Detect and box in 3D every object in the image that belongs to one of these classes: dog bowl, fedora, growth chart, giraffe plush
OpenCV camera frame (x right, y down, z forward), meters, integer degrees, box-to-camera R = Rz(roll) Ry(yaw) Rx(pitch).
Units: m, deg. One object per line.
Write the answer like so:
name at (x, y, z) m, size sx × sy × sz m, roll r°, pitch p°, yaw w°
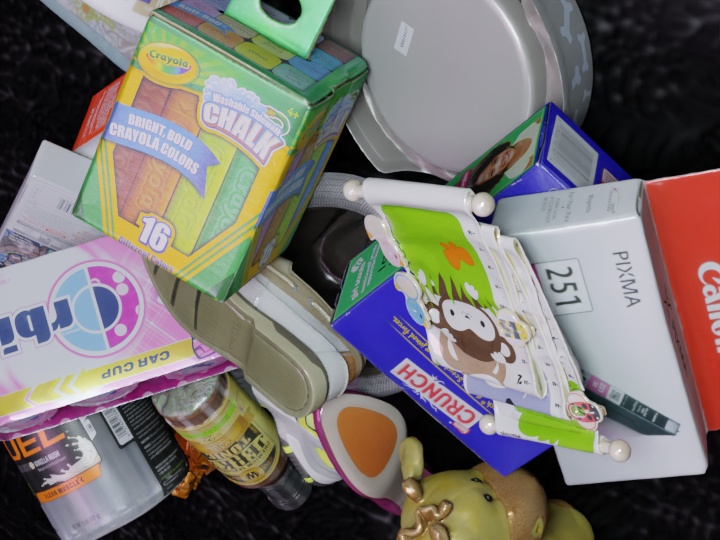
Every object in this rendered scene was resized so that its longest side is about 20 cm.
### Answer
dog bowl at (0.067, -0.139, 1.089) m, size 0.199 × 0.059 × 0.202 m, roll 23°, pitch 127°, yaw 34°
fedora at (0.000, 0.000, 1.211) m, size 0.199 × 0.090 × 0.178 m, roll -17°, pitch 103°, yaw 39°
growth chart at (0.071, 0.027, 0.975) m, size 0.144 × 0.018 × 0.201 m, roll -2°, pitch 123°, yaw 55°
giraffe plush at (0.079, 0.196, 1.150) m, size 0.172 × 0.200 × 0.163 m, roll 25°, pitch 143°, yaw 35°

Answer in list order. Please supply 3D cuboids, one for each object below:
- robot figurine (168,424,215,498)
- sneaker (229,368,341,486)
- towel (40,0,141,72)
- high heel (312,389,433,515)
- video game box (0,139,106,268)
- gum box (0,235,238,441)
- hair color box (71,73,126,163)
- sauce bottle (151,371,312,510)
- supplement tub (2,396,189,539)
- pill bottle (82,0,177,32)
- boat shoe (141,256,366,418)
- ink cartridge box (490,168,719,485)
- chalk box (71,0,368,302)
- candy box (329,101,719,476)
robot figurine at (-0.164, 0.125, 1.433) m, size 0.144 × 0.059 × 0.200 m, roll 16°, pitch 143°, yaw -10°
sneaker at (-0.050, 0.080, 1.320) m, size 0.076 × 0.076 × 0.201 m, roll -24°, pitch 114°, yaw 24°
towel at (-0.197, -0.263, 1.283) m, size 0.200 × 0.048 × 0.172 m, roll 40°, pitch 133°, yaw 20°
high heel at (0.003, 0.135, 1.250) m, size 0.096 × 0.068 × 0.200 m, roll 22°, pitch 170°, yaw 44°
video game box at (-0.200, -0.006, 1.356) m, size 0.199 × 0.047 × 0.182 m, roll 23°, pitch 139°, yaw -15°
gum box at (-0.202, 0.043, 1.230) m, size 0.066 × 0.198 × 0.114 m, roll 97°, pitch 155°, yaw -75°
hair color box at (-0.128, -0.118, 1.257) m, size 0.101 × 0.062 × 0.199 m, roll 32°, pitch 147°, yaw -28°
sauce bottle at (-0.098, 0.138, 1.351) m, size 0.064 × 0.065 × 0.200 m, roll 17°, pitch 158°, yaw 37°
supplement tub at (-0.235, 0.109, 1.323) m, size 0.122 × 0.122 × 0.201 m, roll -24°, pitch 98°, yaw 48°
pill bottle at (-0.119, -0.271, 1.119) m, size 0.119 × 0.119 × 0.201 m, roll 38°, pitch 114°, yaw 21°
boat shoe at (-0.080, 0.021, 1.173) m, size 0.200 × 0.068 × 0.075 m, roll 45°, pitch 136°, yaw 20°
ink cartridge box at (0.185, 0.037, 0.976) m, size 0.172 × 0.044 × 0.201 m, roll -8°, pitch 124°, yaw 21°
chalk box at (-0.083, -0.106, 1.081) m, size 0.124 × 0.124 × 0.201 m, roll 29°, pitch 115°, yaw 8°
candy box at (0.107, 0.018, 1.058) m, size 0.169 × 0.077 × 0.200 m, roll 41°, pitch 125°, yaw -16°
